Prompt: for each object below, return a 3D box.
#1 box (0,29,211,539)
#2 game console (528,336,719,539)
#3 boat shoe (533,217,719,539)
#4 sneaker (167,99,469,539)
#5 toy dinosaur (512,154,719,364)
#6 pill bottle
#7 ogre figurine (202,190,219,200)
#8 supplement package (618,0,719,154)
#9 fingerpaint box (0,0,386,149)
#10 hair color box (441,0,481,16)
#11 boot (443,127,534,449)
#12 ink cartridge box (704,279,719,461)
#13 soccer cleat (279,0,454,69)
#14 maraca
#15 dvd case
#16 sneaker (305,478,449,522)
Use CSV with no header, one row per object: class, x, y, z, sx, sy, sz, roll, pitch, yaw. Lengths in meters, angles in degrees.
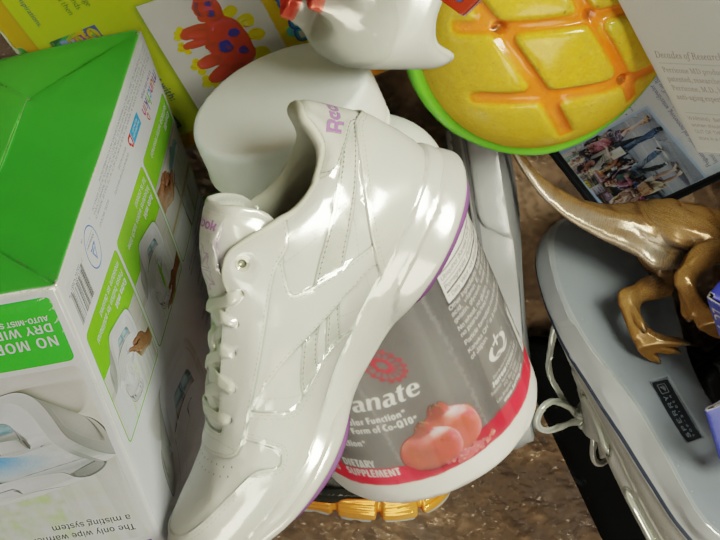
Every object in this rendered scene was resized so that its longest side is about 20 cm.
box,-0.123,0.025,0.980,0.096,0.200,0.177,-10,125,12
game console,0.212,0.081,1.271,0.176,0.116,0.200,-35,131,-9
boat shoe,0.136,0.073,1.156,0.074,0.203,0.086,-12,152,-36
sneaker,-0.039,0.024,0.908,0.099,0.075,0.201,28,89,-21
toy dinosaur,0.147,-0.015,1.116,0.199,0.107,0.060,7,153,-22
pill bottle,0.000,0.000,1.023,0.110,0.111,0.201,-15,125,14
ogre figurine,-0.101,0.021,1.159,0.199,0.098,0.120,-7,133,7
supplement package,0.170,-0.158,0.923,0.117,0.117,0.200,10,138,56
fingerpaint box,-0.090,-0.157,1.009,0.166,0.074,0.200,-20,132,19
hair color box,-0.006,-0.199,0.817,0.200,0.111,0.064,36,163,-5
boot,0.034,0.004,1.141,0.095,0.074,0.201,-3,113,7
ink cartridge box,0.244,0.015,1.077,0.076,0.200,0.137,28,158,34
soccer cleat,0.021,-0.183,0.943,0.077,0.069,0.201,11,91,-25
maraca,0.094,-0.146,1.003,0.137,0.107,0.201,18,104,-25
dvd case,0.173,-0.107,1.094,0.199,0.018,0.143,-26,129,21
sneaker,-0.048,0.093,1.252,0.199,0.078,0.078,-3,120,-2
